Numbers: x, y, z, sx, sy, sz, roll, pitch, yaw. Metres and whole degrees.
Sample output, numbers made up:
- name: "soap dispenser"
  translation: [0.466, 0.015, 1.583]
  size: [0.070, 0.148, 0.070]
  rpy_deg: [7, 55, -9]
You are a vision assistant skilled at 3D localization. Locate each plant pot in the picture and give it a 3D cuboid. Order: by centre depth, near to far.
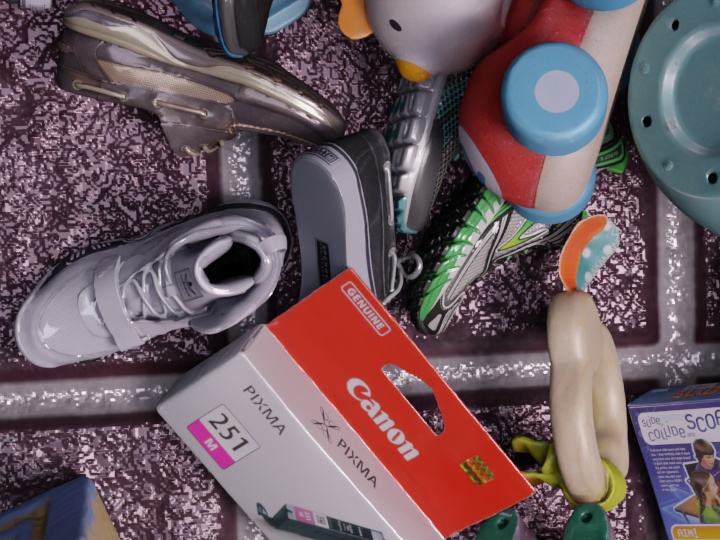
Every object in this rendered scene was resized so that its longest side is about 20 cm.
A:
- name: "plant pot"
  translation: [0.257, -0.102, 1.011]
  size: [0.160, 0.200, 0.202]
  rpy_deg: [1, 97, -43]

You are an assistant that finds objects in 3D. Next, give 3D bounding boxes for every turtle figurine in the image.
- name: "turtle figurine"
  translation: [0.161, 0.236, 1.155]
  size: [0.149, 0.101, 0.200]
  rpy_deg: [-22, 129, 16]

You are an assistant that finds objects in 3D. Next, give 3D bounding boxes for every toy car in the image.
- name: "toy car"
  translation: [0.066, -0.143, 1.029]
  size: [0.199, 0.184, 0.178]
  rpy_deg: [19, 79, 10]

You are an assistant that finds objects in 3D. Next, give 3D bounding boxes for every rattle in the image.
- name: "rattle"
  translation: [0.114, 0.064, 1.149]
  size: [0.130, 0.142, 0.201]
  rpy_deg: [-32, 114, -48]

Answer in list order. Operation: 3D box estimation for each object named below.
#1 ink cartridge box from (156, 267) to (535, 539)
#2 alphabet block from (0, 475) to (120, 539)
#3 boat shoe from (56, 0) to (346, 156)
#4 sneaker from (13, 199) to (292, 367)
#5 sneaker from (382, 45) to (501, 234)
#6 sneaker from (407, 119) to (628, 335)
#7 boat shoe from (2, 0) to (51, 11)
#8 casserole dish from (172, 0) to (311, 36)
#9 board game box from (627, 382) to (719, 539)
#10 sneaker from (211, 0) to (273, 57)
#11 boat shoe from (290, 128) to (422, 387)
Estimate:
- name: "ink cartridge box"
  translation: [-0.011, 0.119, 1.109]
  size: [0.173, 0.044, 0.200]
  rpy_deg: [-33, 101, 36]
- name: "alphabet block"
  translation: [-0.217, 0.275, 1.067]
  size: [0.195, 0.196, 0.201]
  rpy_deg: [-25, 98, -3]
- name: "boat shoe"
  translation: [-0.108, -0.115, 1.112]
  size: [0.199, 0.075, 0.074]
  rpy_deg: [22, 104, -2]
- name: "sneaker"
  translation: [-0.135, 0.011, 1.091]
  size: [0.199, 0.115, 0.075]
  rpy_deg: [-23, 98, -5]
- name: "sneaker"
  translation: [0.072, -0.117, 1.129]
  size: [0.091, 0.078, 0.201]
  rpy_deg: [15, 95, -13]
- name: "sneaker"
  translation: [0.107, -0.032, 1.138]
  size: [0.085, 0.078, 0.200]
  rpy_deg: [42, 89, -10]
- name: "boat shoe"
  translation: [-0.218, -0.271, 1.080]
  size: [0.066, 0.070, 0.201]
  rpy_deg: [8, 102, -10]
- name: "casserole dish"
  translation: [-0.097, -0.250, 1.110]
  size: [0.121, 0.039, 0.201]
  rpy_deg: [-31, 100, -4]
- name: "board game box"
  translation: [0.285, 0.140, 1.128]
  size: [0.034, 0.199, 0.136]
  rpy_deg: [-25, 100, -42]
- name: "sneaker"
  translation: [-0.047, -0.231, 1.062]
  size: [0.081, 0.073, 0.201]
  rpy_deg: [11, 94, -8]
- name: "boat shoe"
  translation: [-0.002, -0.001, 1.117]
  size: [0.068, 0.073, 0.200]
  rpy_deg: [-29, 125, -33]
